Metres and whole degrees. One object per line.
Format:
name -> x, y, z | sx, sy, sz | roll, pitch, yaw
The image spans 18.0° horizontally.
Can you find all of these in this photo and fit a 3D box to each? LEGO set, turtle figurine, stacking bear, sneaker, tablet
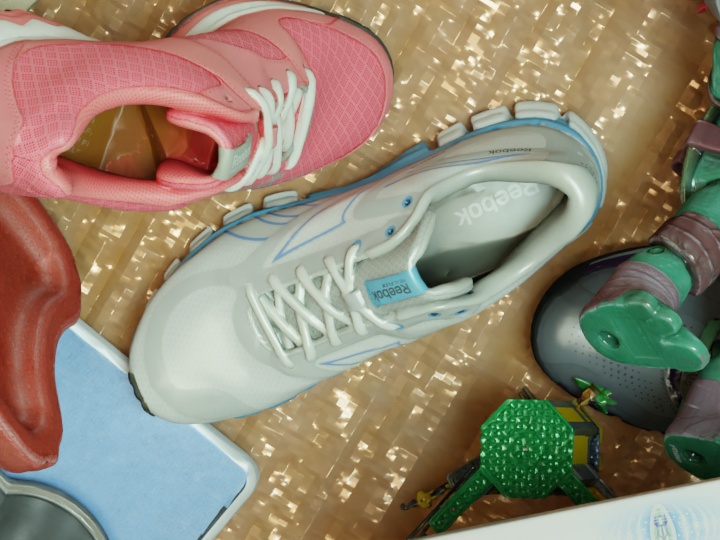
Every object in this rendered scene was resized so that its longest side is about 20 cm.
LEGO set -> 0.066, 0.146, 0.869 | 0.153, 0.116, 0.201 | 38, 101, 20
turtle figurine -> 0.157, -0.028, 0.811 | 0.150, 0.101, 0.201 | 42, 64, -15
stacking bear -> -0.216, 0.032, 0.819 | 0.199, 0.122, 0.114 | -21, 127, 16
sneaker -> 0.000, 0.000, 0.836 | 0.199, 0.087, 0.075 | -29, 100, 6
sneaker -> 0.163, 0.041, 0.843 | 0.198, 0.088, 0.075 | 12, 100, -3
sneaker -> -0.055, -0.047, 0.788 | 0.199, 0.087, 0.074 | -8, 117, -40
tablet -> -0.152, 0.065, 0.884 | 0.200, 0.014, 0.130 | 40, 98, -6

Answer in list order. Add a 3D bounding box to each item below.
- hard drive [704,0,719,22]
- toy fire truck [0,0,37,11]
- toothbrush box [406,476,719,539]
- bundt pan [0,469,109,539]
hard drive -> 0.162, -0.136, 0.761 | 0.134, 0.201, 0.043 | 5, 124, -2
toy fire truck -> -0.188, -0.101, 0.835 | 0.140, 0.049, 0.201 | 30, 99, -5
toothbrush box -> 0.097, 0.173, 0.737 | 0.145, 0.085, 0.202 | -14, 81, 29
bundt pan -> -0.169, 0.175, 0.864 | 0.200, 0.076, 0.204 | 1, 104, 4
